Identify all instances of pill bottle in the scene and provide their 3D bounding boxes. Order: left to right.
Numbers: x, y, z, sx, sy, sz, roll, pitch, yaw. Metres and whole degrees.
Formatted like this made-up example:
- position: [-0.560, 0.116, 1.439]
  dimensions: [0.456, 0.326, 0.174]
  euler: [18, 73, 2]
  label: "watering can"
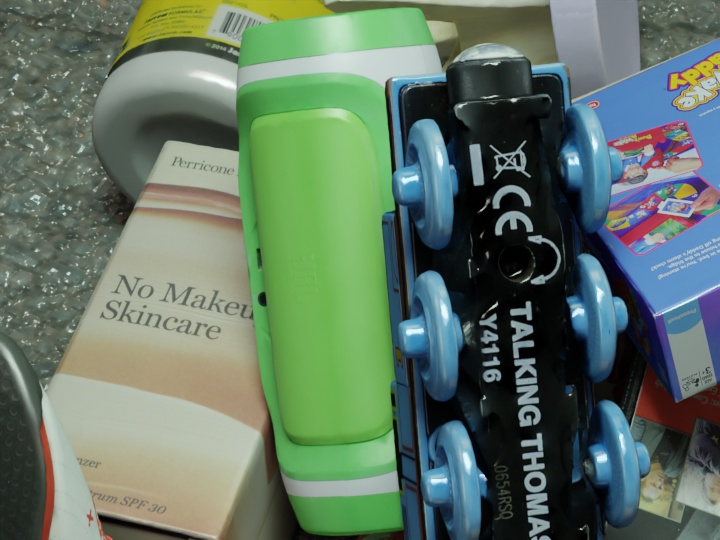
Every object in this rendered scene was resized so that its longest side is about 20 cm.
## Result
- position: [-0.045, -0.120, 1.283]
  dimensions: [0.112, 0.113, 0.201]
  euler: [11, 51, 13]
  label: "pill bottle"

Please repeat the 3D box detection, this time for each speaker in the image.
- position: [0.000, 0.000, 1.077]
  dimensions: [0.088, 0.088, 0.202]
  euler: [-7, 93, -2]
  label: "speaker"

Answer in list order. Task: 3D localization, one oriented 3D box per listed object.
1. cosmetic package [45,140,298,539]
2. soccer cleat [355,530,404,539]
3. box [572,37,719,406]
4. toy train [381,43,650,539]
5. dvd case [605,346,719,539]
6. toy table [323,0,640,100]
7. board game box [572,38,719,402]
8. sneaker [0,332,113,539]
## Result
- position: [-0.067, 0.050, 1.155]
  dimensions: [0.103, 0.088, 0.201]
  euler: [9, 51, 14]
  label: "cosmetic package"
- position: [-0.025, 0.174, 1.066]
  dimensions: [0.076, 0.067, 0.201]
  euler: [5, 50, 21]
  label: "soccer cleat"
- position: [0.143, -0.018, 1.144]
  dimensions: [0.199, 0.128, 0.109]
  euler: [-23, 70, -5]
  label: "box"
- position: [0.049, 0.019, 0.989]
  dimensions: [0.086, 0.114, 0.202]
  euler: [-6, 92, -11]
  label: "toy train"
- position: [0.156, 0.111, 1.044]
  dimensions: [0.145, 0.022, 0.201]
  euler: [19, 76, -11]
  label: "dvd case"
- position: [0.058, -0.119, 1.202]
  dimensions: [0.116, 0.200, 0.185]
  euler: [-4, 74, 12]
  label: "toy table"
- position: [0.177, -0.043, 1.027]
  dimensions: [0.199, 0.045, 0.135]
  euler: [-23, 39, -6]
  label: "board game box"
- position: [-0.117, 0.118, 1.043]
  dimensions: [0.067, 0.108, 0.203]
  euler: [-14, 90, 18]
  label: "sneaker"
